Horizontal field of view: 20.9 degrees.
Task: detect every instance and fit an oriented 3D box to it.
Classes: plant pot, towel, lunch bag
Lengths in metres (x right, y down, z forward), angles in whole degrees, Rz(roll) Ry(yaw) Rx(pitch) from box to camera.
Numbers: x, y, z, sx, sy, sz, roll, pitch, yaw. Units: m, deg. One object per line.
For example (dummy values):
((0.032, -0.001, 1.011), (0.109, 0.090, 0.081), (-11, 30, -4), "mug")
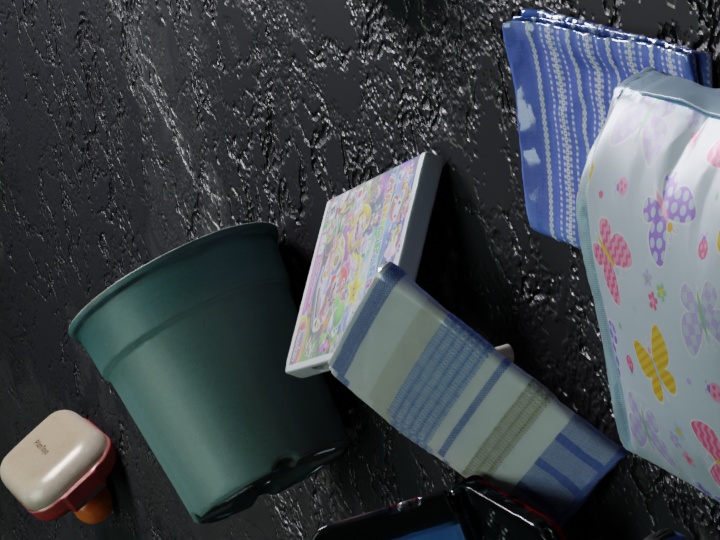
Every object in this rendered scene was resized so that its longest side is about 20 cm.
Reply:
((-0.116, 0.094, 1.644), (0.197, 0.199, 0.200), (63, 155, 12), "plant pot")
((0.072, 0.087, 1.278), (0.200, 0.024, 0.147), (38, 148, 8), "towel")
((0.143, -0.071, 1.135), (0.200, 0.024, 0.146), (27, 128, 61), "towel")
((0.194, 0.008, 0.933), (0.169, 0.126, 0.201), (28, 138, 64), "lunch bag")

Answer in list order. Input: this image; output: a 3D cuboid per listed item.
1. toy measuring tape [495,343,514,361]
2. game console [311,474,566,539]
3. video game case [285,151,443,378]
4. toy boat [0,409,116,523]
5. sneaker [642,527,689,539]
((0.050, 0.056, 1.370), (0.200, 0.073, 0.074), (-37, 69, 66), "toy measuring tape")
((0.078, 0.253, 1.296), (0.172, 0.118, 0.201), (23, 138, 63), "game console")
((0.000, 0.000, 1.432), (0.200, 0.018, 0.144), (159, 127, -67), "video game case")
((-0.357, 0.260, 2.412), (0.131, 0.130, 0.200), (53, 167, -24), "toy boat")
((0.205, 0.242, 1.119), (0.089, 0.078, 0.201), (-3, 108, 60), "sneaker")
